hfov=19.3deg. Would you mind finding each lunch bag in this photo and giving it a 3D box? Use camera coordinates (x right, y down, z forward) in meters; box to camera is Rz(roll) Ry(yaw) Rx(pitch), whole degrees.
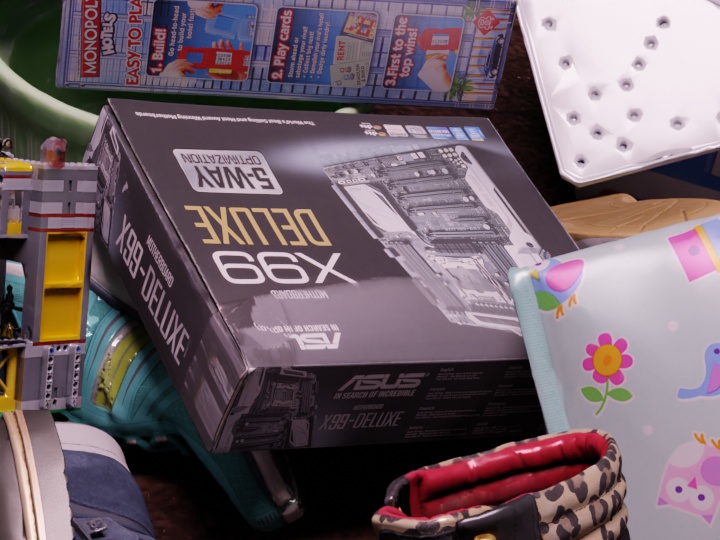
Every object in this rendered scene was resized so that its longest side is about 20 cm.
[{"bbox_3d":[0.159,0.076,0.782,0.170,0.201,0.122,-16,-4,8],"label":"lunch bag"}]

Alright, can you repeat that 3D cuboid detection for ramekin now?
[{"bbox_3d":[-0.092,-0.075,1.034,0.199,0.098,0.200,7,34,-5],"label":"ramekin"}]

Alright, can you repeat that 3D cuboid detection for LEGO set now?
[{"bbox_3d":[-0.197,-0.010,0.834,0.153,0.116,0.200,0,7,-43],"label":"LEGO set"}]

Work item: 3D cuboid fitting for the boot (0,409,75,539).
[{"bbox_3d":[-0.155,0.142,0.652,0.138,0.077,0.201,0,71,-8],"label":"boot"}]

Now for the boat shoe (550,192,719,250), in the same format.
[{"bbox_3d":[0.111,0.005,0.975,0.071,0.070,0.200,-17,9,-15],"label":"boat shoe"}]

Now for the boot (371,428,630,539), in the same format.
[{"bbox_3d":[0.027,0.147,0.683,0.199,0.151,0.073,-18,14,-33],"label":"boot"}]

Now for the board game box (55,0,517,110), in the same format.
[{"bbox_3d":[-0.061,-0.143,0.999,0.199,0.062,0.200,-6,37,-25],"label":"board game box"}]

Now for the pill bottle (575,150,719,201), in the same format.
[{"bbox_3d":[0.219,-0.057,1.079,0.199,0.113,0.112,18,35,9],"label":"pill bottle"}]

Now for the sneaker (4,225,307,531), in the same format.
[{"bbox_3d":[-0.097,0.047,0.897,0.080,0.078,0.200,-43,61,-11],"label":"sneaker"}]

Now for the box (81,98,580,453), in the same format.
[{"bbox_3d":[0.000,0.000,0.883,0.199,0.050,0.158,1,42,-33],"label":"box"}]

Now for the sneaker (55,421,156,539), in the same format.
[{"bbox_3d":[-0.154,0.122,0.751,0.202,0.077,0.146,-7,35,-26],"label":"sneaker"}]

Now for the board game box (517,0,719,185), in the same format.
[{"bbox_3d":[0.171,-0.156,1.025,0.199,0.026,0.201,-15,76,4],"label":"board game box"}]
